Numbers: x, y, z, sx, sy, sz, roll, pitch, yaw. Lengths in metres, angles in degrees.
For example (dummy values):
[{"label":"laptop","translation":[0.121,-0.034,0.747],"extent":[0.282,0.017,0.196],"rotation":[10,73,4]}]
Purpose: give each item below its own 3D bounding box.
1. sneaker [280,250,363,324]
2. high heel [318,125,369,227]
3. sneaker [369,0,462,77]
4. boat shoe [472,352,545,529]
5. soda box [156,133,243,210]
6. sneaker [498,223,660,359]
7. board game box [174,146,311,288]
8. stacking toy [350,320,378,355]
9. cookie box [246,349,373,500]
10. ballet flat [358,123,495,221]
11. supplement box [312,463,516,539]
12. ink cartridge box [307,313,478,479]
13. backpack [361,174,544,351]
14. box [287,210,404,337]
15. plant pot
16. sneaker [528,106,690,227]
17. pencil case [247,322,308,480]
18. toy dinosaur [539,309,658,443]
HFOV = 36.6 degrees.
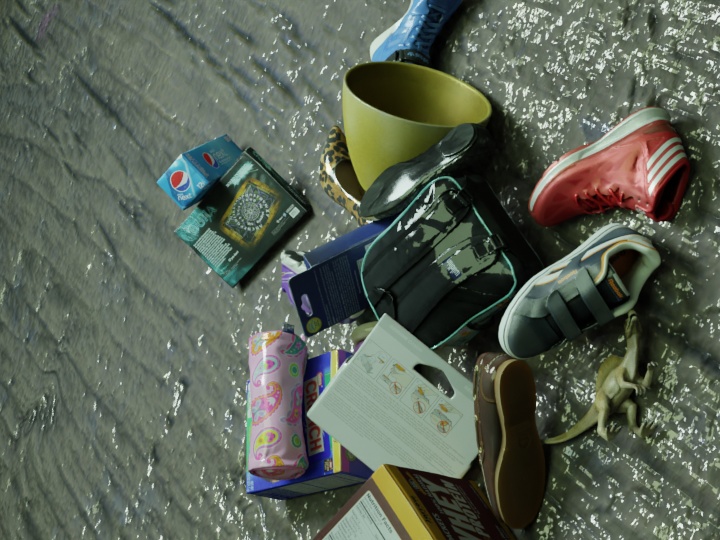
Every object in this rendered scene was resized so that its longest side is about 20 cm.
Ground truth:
[{"label":"sneaker","translation":[-0.056,0.037,1.589],"extent":[0.200,0.080,0.084],"rotation":[36,120,55]},{"label":"high heel","translation":[0.009,-0.121,1.549],"extent":[0.142,0.071,0.202],"rotation":[-14,83,51]},{"label":"sneaker","translation":[0.088,-0.326,1.533],"extent":[0.200,0.076,0.112],"rotation":[-40,44,37]},{"label":"boat shoe","translation":[0.168,0.193,1.256],"extent":[0.070,0.070,0.202],"rotation":[10,103,59]},{"label":"soda box","translation":[-0.251,-0.162,1.766],"extent":[0.064,0.200,0.068],"rotation":[46,111,-1]},{"label":"sneaker","translation":[0.241,0.027,1.193],"extent":[0.200,0.079,0.079],"rotation":[-43,26,-4]},{"label":"board game box","translation":[-0.190,-0.082,1.729],"extent":[0.200,0.135,0.028],"rotation":[-43,5,28]},{"label":"stacking toy","translation":[0.035,0.171,1.425],"extent":[0.085,0.085,0.202],"rotation":[-21,65,42]},{"label":"cookie box","translation":[-0.072,0.219,1.525],"extent":[0.199,0.075,0.173],"rotation":[-22,60,41]},{"label":"ballet flat","translation":[0.080,-0.113,1.345],"extent":[0.199,0.057,0.067],"rotation":[-31,51,28]},{"label":"supplement box","translation":[0.051,0.345,1.230],"extent":[0.200,0.197,0.133],"rotation":[-49,52,15]},{"label":"ink cartridge box","translation":[0.060,0.172,1.335],"extent":[0.200,0.044,0.174],"rotation":[38,108,5]},{"label":"backpack","translation":[0.108,-0.001,1.327],"extent":[0.200,0.153,0.176],"rotation":[-41,74,24]},{"label":"box","translation":[0.000,0.000,1.410],"extent":[0.199,0.122,0.032],"rotation":[-27,47,-12]},{"label":"plant pot","translation":[0.062,-0.172,1.450],"extent":[0.200,0.199,0.143],"rotation":[49,136,44]},{"label":"sneaker","translation":[0.284,-0.087,1.239],"extent":[0.200,0.078,0.116],"rotation":[-42,48,32]},{"label":"pencil case","translation":[-0.110,0.179,1.465],"extent":[0.087,0.087,0.202],"rotation":[-22,59,41]},{"label":"toy dinosaur","translation":[0.277,0.144,1.198],"extent":[0.201,0.058,0.101],"rotation":[-63,24,24]}]
